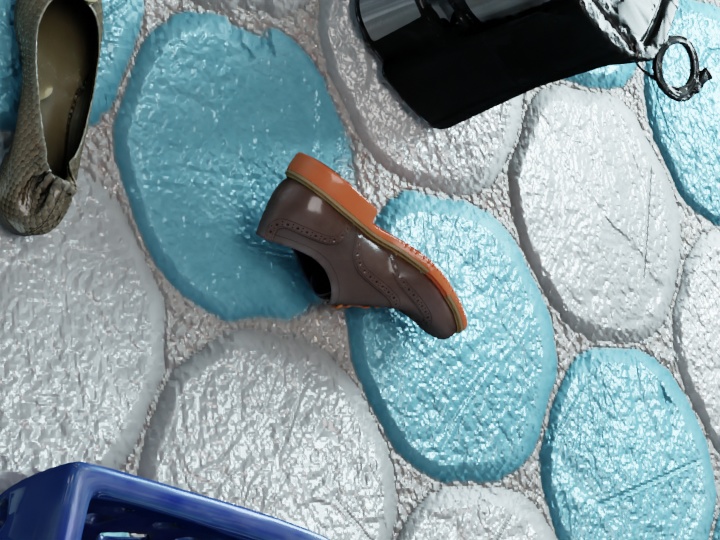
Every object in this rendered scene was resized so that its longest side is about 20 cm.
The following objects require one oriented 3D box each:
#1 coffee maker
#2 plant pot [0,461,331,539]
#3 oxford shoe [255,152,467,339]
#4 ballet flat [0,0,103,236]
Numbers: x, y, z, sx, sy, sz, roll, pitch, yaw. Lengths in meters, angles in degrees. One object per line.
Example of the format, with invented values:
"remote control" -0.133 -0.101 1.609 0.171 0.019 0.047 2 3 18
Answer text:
"coffee maker" 0.119 -0.179 1.393 0.134 0.199 0.193 -34 101 -43
"plant pot" -0.146 0.230 1.024 0.199 0.179 0.201 24 62 -39
"oxford shoe" 0.000 0.000 1.334 0.200 0.071 0.073 42 81 -34
"ballet flat" -0.188 -0.117 1.173 0.067 0.046 0.201 26 61 -39
